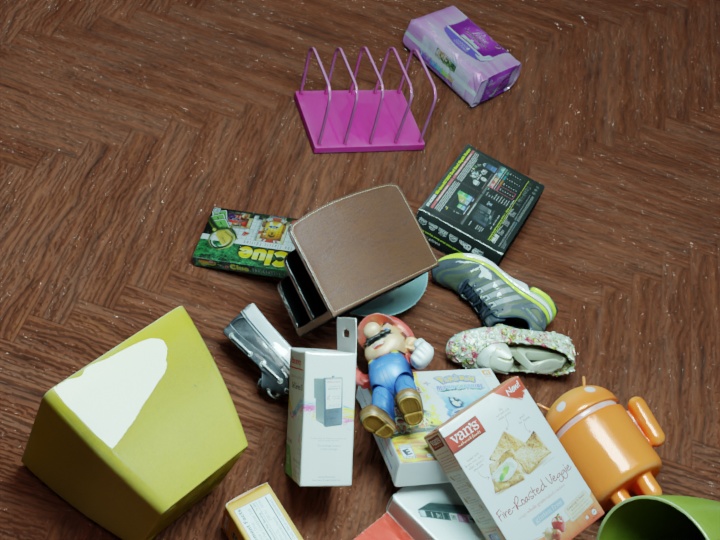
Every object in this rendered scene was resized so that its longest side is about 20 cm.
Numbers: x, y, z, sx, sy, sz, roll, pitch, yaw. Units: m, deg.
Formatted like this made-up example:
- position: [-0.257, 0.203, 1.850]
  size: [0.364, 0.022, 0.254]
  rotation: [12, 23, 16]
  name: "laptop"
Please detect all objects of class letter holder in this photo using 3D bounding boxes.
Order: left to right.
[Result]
- position: [-0.017, -0.022, 1.489]
  size: [0.199, 0.100, 0.143]
  rotation: [-25, 86, -35]
  name: "letter holder"

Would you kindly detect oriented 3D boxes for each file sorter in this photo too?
- position: [0.010, -0.292, 1.807]
  size: [0.198, 0.126, 0.140]
  rotation: [-4, 51, -21]
  name: "file sorter"

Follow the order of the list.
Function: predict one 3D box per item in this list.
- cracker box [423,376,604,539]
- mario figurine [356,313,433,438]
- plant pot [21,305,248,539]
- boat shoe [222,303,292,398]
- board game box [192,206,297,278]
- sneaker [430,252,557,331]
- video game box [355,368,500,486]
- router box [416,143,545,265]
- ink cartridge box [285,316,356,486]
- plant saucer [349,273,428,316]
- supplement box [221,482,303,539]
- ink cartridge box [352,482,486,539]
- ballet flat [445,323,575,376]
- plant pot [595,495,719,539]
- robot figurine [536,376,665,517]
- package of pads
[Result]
- position: [0.187, 0.250, 1.324]
  size: [0.133, 0.058, 0.201]
  rotation: [-30, 83, -25]
  name: "cracker box"
- position: [0.026, 0.117, 1.398]
  size: [0.122, 0.107, 0.201]
  rotation: [3, 31, -6]
  name: "mario figurine"
- position: [-0.249, 0.199, 1.261]
  size: [0.177, 0.200, 0.200]
  rotation: [48, 52, 10]
  name: "plant pot"
- position: [-0.106, 0.138, 1.438]
  size: [0.068, 0.072, 0.200]
  rotation: [-41, 82, -4]
  name: "boat shoe"
- position: [-0.134, -0.037, 1.574]
  size: [0.198, 0.024, 0.105]
  rotation: [8, 51, 9]
  name: "board game box"
- position: [0.193, 0.042, 1.611]
  size: [0.199, 0.074, 0.081]
  rotation: [25, 50, 7]
  name: "sneaker"
- position: [0.113, 0.202, 1.428]
  size: [0.198, 0.047, 0.183]
  rotation: [-1, 30, -19]
  name: "video game box"
- position: [0.189, -0.098, 1.736]
  size: [0.149, 0.062, 0.200]
  rotation: [30, 48, 9]
  name: "router box"
- position: [-0.050, 0.157, 1.336]
  size: [0.067, 0.117, 0.202]
  rotation: [3, 87, -13]
  name: "ink cartridge box"
- position: [0.000, 0.000, 1.607]
  size: [0.199, 0.039, 0.202]
  rotation: [10, 48, -11]
  name: "plant saucer"
- position: [-0.087, 0.351, 1.254]
  size: [0.068, 0.067, 0.201]
  rotation: [-19, 57, -27]
  name: "supplement box"
- position: [0.105, 0.353, 1.329]
  size: [0.200, 0.044, 0.173]
  rotation: [43, 50, 20]
  name: "ink cartridge box"
- position: [0.222, 0.119, 1.546]
  size: [0.198, 0.076, 0.064]
  rotation: [0, 31, -16]
  name: "ballet flat"
- position: [0.427, 0.361, 1.351]
  size: [0.199, 0.188, 0.188]
  rotation: [-1, 48, -39]
  name: "plant pot"
- position: [0.320, 0.239, 1.447]
  size: [0.116, 0.144, 0.201]
  rotation: [2, 46, -45]
  name: "robot figurine"
- position: [0.187, -0.398, 1.990]
  size: [0.120, 0.076, 0.200]
  rotation: [-29, 63, -33]
  name: "package of pads"
